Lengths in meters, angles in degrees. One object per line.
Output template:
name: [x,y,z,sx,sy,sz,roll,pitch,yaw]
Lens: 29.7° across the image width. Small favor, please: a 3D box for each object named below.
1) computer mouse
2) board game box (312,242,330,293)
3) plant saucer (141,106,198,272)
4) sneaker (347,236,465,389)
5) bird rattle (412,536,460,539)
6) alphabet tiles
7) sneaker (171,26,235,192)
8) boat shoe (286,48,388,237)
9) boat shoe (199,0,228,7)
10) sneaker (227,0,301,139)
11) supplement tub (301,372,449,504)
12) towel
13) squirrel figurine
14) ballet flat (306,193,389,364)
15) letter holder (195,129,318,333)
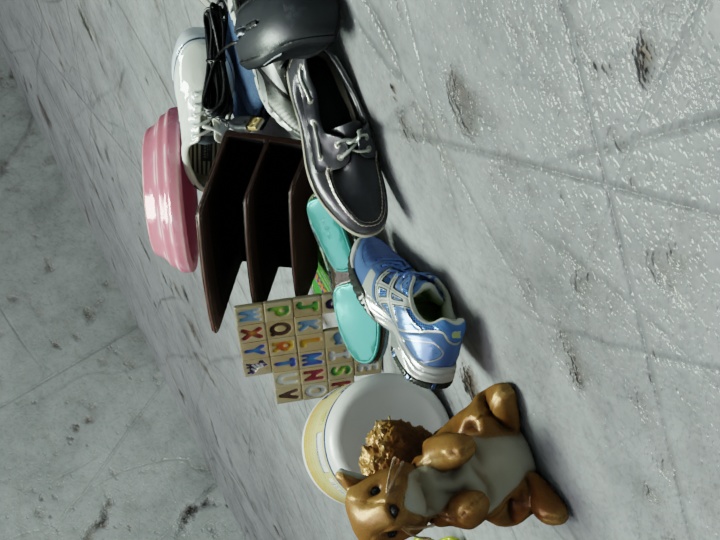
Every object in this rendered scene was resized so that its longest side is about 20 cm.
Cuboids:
computer mouse: [-0.101,-0.209,1.336,0.199,0.046,0.142,1,91,45]
board game box: [-0.039,-0.018,1.623,0.096,0.030,0.200,66,161,9]
plant saucer: [-0.232,-0.097,1.660,0.201,0.050,0.203,177,90,-89]
sneaker: [0.051,0.026,1.357,0.200,0.075,0.077,56,134,40]
bird rattle: [0.095,0.414,1.675,0.163,0.113,0.200,44,161,15]
alphabet tiles: [-0.058,0.093,1.600,0.201,0.165,0.008,87,173,-50]
sneaker: [-0.174,-0.179,1.547,0.071,0.072,0.201,-106,10,-47]
boat shoe: [-0.022,-0.130,1.344,0.063,0.072,0.202,140,110,-76]
boat shoe: [-0.164,-0.368,1.473,0.069,0.071,0.201,-2,133,27]
sneaker: [-0.083,-0.230,1.406,0.091,0.066,0.201,118,129,-72]
supplement tub: [0.012,0.197,1.547,0.145,0.143,0.200,65,163,3]
towel: [-0.124,-0.237,1.560,0.112,0.048,0.200,66,164,4]
squirrel figurine: [0.066,0.208,1.317,0.143,0.185,0.200,67,164,-5]
ballet flat: [0.000,0.000,1.470,0.074,0.074,0.202,26,133,65]
letter holder: [-0.114,-0.031,1.518,0.201,0.100,0.143,89,-167,-47]
